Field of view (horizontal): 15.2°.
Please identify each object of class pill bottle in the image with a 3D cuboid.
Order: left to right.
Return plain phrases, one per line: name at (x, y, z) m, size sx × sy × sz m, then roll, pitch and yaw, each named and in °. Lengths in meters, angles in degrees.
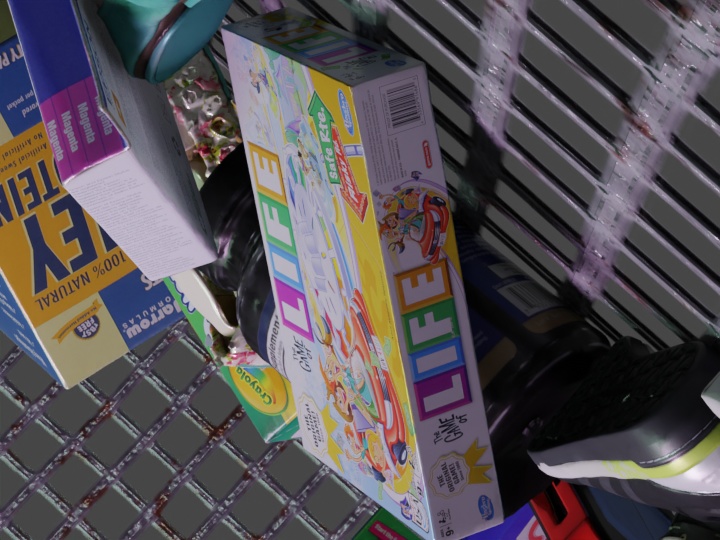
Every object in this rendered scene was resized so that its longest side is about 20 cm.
pill bottle at (0.014, 0.020, 1.267) m, size 0.200 × 0.112 × 0.112 m, roll 40°, pitch 173°, yaw 26°

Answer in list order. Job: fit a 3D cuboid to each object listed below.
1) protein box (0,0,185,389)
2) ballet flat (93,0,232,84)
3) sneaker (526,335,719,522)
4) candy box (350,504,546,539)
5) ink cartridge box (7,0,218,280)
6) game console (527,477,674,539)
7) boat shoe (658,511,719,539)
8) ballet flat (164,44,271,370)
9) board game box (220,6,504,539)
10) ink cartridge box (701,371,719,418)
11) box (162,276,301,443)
protein box at (-0.195, -0.067, 1.628) m, size 0.200 × 0.135 × 0.199 m, roll 63°, pitch 166°, yaw -22°
ballet flat at (-0.081, -0.129, 1.069) m, size 0.070 × 0.067 × 0.200 m, roll 43°, pitch 167°, yaw -2°
sneaker at (0.131, 0.080, 1.130) m, size 0.083 × 0.072 × 0.200 m, roll 42°, pitch 174°, yaw -7°
candy box at (0.074, 0.189, 1.619) m, size 0.077 × 0.200 × 0.169 m, roll 34°, pitch 171°, yaw 44°
ink cartridge box at (-0.128, -0.114, 1.177) m, size 0.200 × 0.043 × 0.197 m, roll 56°, pitch -166°, yaw -69°
game console at (0.132, 0.125, 1.356) m, size 0.177 × 0.031 × 0.200 m, roll 37°, pitch -163°, yaw -38°
boat shoe at (0.207, 0.145, 1.137) m, size 0.200 × 0.068 × 0.072 m, roll 34°, pitch 168°, yaw 45°
ballet flat at (-0.080, -0.039, 1.374) m, size 0.200 × 0.064 × 0.076 m, roll 64°, pitch 151°, yaw 11°
board game box at (0.000, 0.000, 1.121) m, size 0.134 × 0.034 × 0.200 m, roll 30°, pitch 135°, yaw 61°
ink cartridge box at (0.198, 0.079, 0.662) m, size 0.200 × 0.084 × 0.144 m, roll 46°, pitch 173°, yaw -26°
box at (-0.058, -0.002, 1.474) m, size 0.117 × 0.048 × 0.200 m, roll -2°, pitch -124°, yaw -56°
